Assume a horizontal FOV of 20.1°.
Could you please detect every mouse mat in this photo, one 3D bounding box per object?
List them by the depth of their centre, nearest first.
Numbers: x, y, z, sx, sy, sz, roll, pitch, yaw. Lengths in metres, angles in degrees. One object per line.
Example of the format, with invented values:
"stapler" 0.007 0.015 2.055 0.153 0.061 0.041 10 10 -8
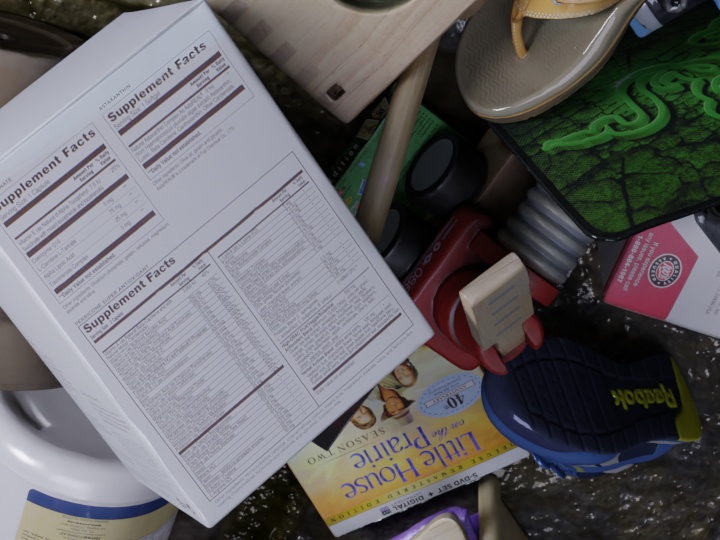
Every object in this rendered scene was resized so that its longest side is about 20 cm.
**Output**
"mouse mat" 0.168 -0.089 1.064 0.198 0.161 0.008 -19 133 -18

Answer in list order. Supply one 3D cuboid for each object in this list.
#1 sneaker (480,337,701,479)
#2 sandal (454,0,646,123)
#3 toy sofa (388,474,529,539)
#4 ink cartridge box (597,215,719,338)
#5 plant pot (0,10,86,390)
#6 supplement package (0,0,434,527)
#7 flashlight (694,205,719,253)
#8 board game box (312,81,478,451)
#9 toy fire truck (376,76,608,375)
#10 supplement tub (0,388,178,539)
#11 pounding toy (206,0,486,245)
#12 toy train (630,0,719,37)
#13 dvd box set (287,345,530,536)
"sneaker" 0.126 0.090 1.216 0.082 0.075 0.199 -27 156 33
"sandal" 0.117 -0.155 1.018 0.200 0.081 0.054 -38 149 26
"toy sofa" 0.010 0.207 1.326 0.199 0.083 0.098 -28 112 17
"ink cartridge box" 0.255 -0.030 1.177 0.198 0.085 0.147 18 120 -8
"plant pot" -0.218 -0.050 1.129 0.198 0.200 0.175 14 105 -7
"supplement package" -0.097 -0.007 1.013 0.150 0.152 0.201 -40 107 -14
"flashlight" 0.264 0.018 1.121 0.067 0.068 0.200 -17 125 42
"board game box" 0.000 0.000 1.191 0.104 0.023 0.201 35 96 -25
"toy fire truck" 0.090 -0.023 1.090 0.128 0.200 0.177 35 96 -28
"supplement tub" -0.191 0.158 1.265 0.143 0.145 0.201 16 120 -9
"pounding toy" 0.016 -0.158 1.037 0.142 0.201 0.184 39 115 -21
"toy train" 0.206 -0.195 1.061 0.199 0.115 0.087 -30 116 17
"dvd box set" 0.000 0.063 1.269 0.145 0.029 0.201 -23 118 14
